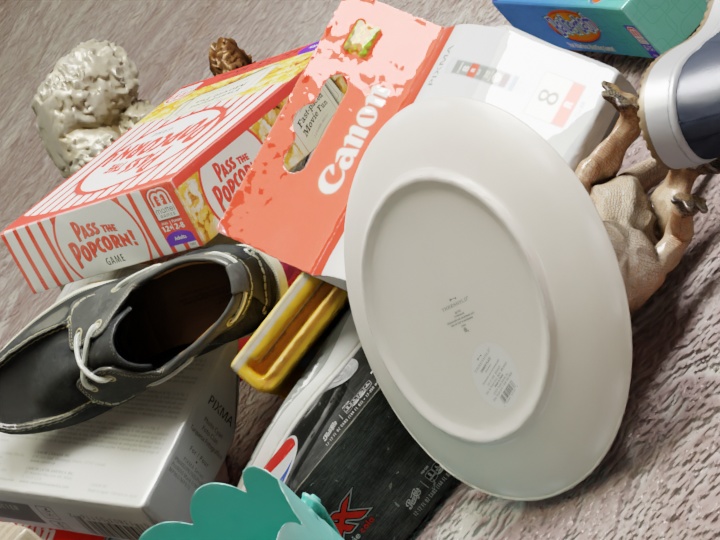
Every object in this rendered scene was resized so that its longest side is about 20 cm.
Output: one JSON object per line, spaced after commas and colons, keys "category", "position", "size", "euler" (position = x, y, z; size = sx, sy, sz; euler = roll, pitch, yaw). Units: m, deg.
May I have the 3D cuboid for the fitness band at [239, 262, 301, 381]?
{"category": "fitness band", "position": [-0.094, 0.043, 1.669], "size": [0.143, 0.037, 0.200], "euler": [-28, 11, 21]}

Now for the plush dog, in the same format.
{"category": "plush dog", "position": [-0.113, -0.057, 1.771], "size": [0.172, 0.200, 0.160], "euler": [-23, 42, -28]}

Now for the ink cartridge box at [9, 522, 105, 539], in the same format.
{"category": "ink cartridge box", "position": [-0.240, 0.197, 1.582], "size": [0.162, 0.057, 0.200], "euler": [10, 78, 44]}

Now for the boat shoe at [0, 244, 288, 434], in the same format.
{"category": "boat shoe", "position": [-0.140, 0.039, 1.496], "size": [0.200, 0.072, 0.068], "euler": [-25, -1, 18]}

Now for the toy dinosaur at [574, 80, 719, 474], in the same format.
{"category": "toy dinosaur", "position": [0.118, -0.004, 1.304], "size": [0.200, 0.086, 0.136], "euler": [-55, -13, -53]}

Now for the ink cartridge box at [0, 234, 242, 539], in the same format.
{"category": "ink cartridge box", "position": [-0.134, 0.065, 1.574], "size": [0.160, 0.047, 0.200], "euler": [3, 54, 39]}

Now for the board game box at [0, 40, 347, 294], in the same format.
{"category": "board game box", "position": [-0.101, -0.066, 1.592], "size": [0.151, 0.046, 0.200], "euler": [-15, 20, 40]}

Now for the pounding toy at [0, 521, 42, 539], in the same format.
{"category": "pounding toy", "position": [-0.180, 0.267, 1.369], "size": [0.200, 0.184, 0.142], "euler": [-50, 14, -16]}

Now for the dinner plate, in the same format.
{"category": "dinner plate", "position": [0.051, 0.017, 1.258], "size": [0.024, 0.201, 0.200], "euler": [-19, -4, -38]}

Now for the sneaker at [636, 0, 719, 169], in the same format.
{"category": "sneaker", "position": [0.220, -0.114, 1.280], "size": [0.108, 0.070, 0.200], "euler": [-11, 23, 35]}

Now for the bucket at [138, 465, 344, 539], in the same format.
{"category": "bucket", "position": [-0.054, 0.209, 1.213], "size": [0.207, 0.135, 0.207], "euler": [-43, 21, 21]}

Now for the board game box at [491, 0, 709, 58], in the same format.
{"category": "board game box", "position": [0.174, -0.196, 1.546], "size": [0.152, 0.045, 0.200], "euler": [-48, 19, -8]}

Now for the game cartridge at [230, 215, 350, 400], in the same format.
{"category": "game cartridge", "position": [0.000, 0.000, 1.526], "size": [0.176, 0.032, 0.200], "euler": [-52, -8, 0]}

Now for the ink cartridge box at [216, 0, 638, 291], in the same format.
{"category": "ink cartridge box", "position": [0.028, -0.062, 1.396], "size": [0.200, 0.050, 0.162], "euler": [25, 82, 28]}

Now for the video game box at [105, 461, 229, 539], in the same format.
{"category": "video game box", "position": [-0.153, 0.187, 1.629], "size": [0.182, 0.047, 0.200], "euler": [-46, 20, 10]}

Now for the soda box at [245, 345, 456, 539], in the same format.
{"category": "soda box", "position": [-0.023, 0.133, 1.382], "size": [0.200, 0.071, 0.063], "euler": [-51, 18, 1]}

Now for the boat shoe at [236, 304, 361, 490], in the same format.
{"category": "boat shoe", "position": [-0.013, 0.090, 1.452], "size": [0.202, 0.065, 0.074], "euler": [-56, -4, -15]}
